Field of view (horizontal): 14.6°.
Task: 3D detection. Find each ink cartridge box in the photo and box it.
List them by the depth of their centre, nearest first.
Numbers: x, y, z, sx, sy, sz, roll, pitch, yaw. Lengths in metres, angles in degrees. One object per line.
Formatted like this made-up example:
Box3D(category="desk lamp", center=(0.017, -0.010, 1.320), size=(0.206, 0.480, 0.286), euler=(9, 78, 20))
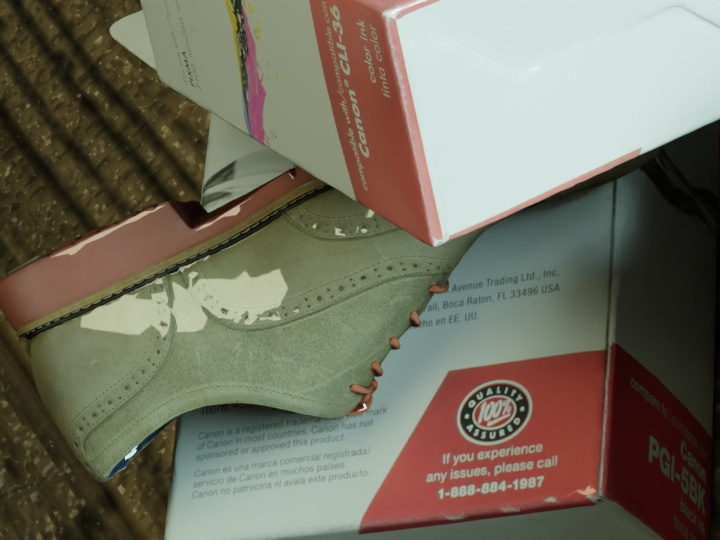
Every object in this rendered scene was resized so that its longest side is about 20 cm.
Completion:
Box3D(category="ink cartridge box", center=(0.011, -0.085, 0.752), size=(0.116, 0.068, 0.200), euler=(-25, 29, -21))
Box3D(category="ink cartridge box", center=(0.030, -0.003, 0.850), size=(0.146, 0.083, 0.201), euler=(-9, 61, 29))

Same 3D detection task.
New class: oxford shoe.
Box3D(category="oxford shoe", center=(0.000, 0.000, 0.786), size=(0.200, 0.070, 0.075), euler=(-21, 89, 15))
